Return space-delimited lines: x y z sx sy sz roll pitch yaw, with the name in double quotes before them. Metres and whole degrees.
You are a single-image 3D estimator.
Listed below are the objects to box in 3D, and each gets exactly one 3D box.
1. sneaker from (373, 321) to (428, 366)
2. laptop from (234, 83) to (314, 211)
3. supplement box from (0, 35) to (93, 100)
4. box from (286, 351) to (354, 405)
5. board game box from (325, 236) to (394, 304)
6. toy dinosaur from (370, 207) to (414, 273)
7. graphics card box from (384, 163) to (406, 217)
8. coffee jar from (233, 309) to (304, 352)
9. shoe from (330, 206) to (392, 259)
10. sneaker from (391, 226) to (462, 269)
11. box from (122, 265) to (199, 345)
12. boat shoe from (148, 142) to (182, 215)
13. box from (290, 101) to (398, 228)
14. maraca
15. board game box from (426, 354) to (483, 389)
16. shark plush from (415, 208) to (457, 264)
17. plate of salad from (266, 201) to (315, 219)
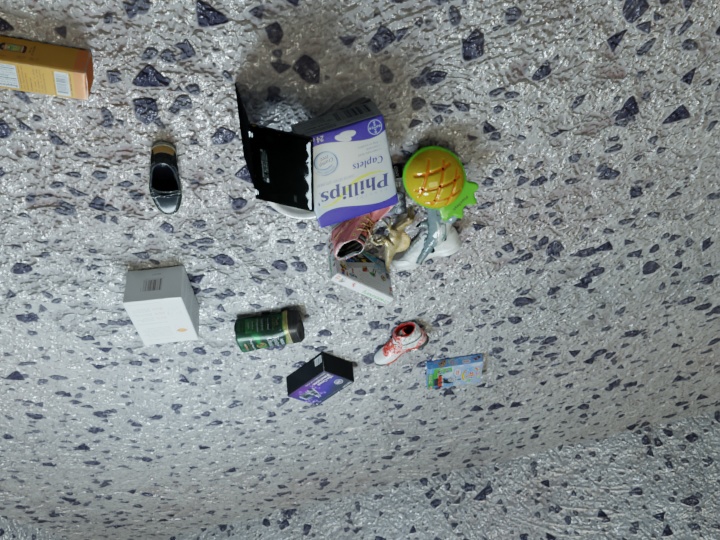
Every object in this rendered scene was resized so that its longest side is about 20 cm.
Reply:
"sneaker" 0.112 0.230 1.963 0.200 0.068 0.108 -26 138 16
"laptop" -0.171 -0.242 1.224 0.197 0.117 0.188 14 142 7
"supplement box" -0.586 -0.362 1.090 0.197 0.067 0.069 7 143 -17
"box" -0.138 0.371 2.083 0.140 0.080 0.199 23 132 -37
"board game box" 0.000 0.000 1.604 0.199 0.127 0.035 25 131 -35
"toy dinosaur" 0.074 -0.072 1.558 0.100 0.058 0.202 19 121 -6
"graphics card box" 0.008 -0.176 1.449 0.197 0.051 0.126 -10 142 0
"coffee jar" -0.265 0.178 1.809 0.197 0.086 0.105 -11 142 2
"shoe" 0.011 -0.104 1.423 0.199 0.092 0.071 -33 136 28
"sneaker" 0.163 -0.071 1.610 0.198 0.075 0.100 -21 121 17
"box" -0.526 0.096 1.639 0.150 0.107 0.201 -6 142 -4
"boat shoe" -0.429 -0.187 1.343 0.073 0.063 0.201 1 142 -14
"box" -0.030 -0.219 1.273 0.182 0.105 0.202 -18 122 -5
"maraca" 0.183 -0.197 1.396 0.199 0.107 0.137 37 110 -25
"board game box" 0.335 0.365 2.196 0.197 0.037 0.152 -9 141 -1
"shark plush" 0.178 -0.112 1.528 0.082 0.091 0.202 15 128 -7
"plate of salad" -0.138 -0.197 1.355 0.197 0.048 0.202 4 125 6
